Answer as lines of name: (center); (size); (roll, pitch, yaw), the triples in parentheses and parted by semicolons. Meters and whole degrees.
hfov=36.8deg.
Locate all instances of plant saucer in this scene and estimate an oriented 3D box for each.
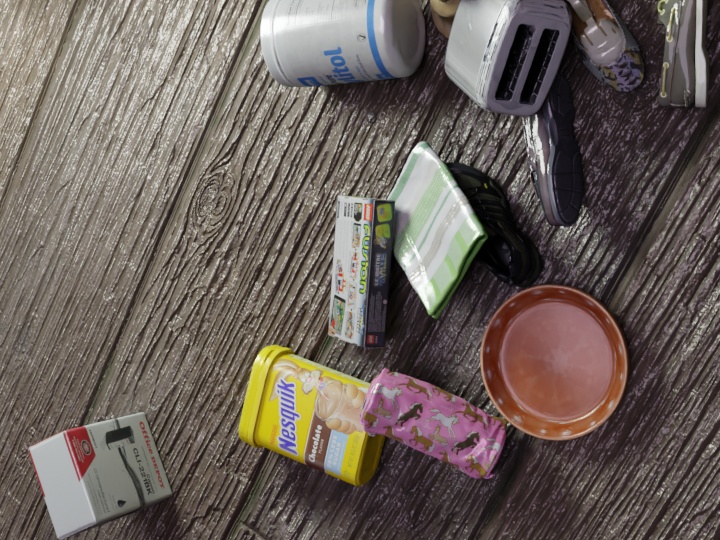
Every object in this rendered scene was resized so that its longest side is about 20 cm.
plant saucer: (0.254, 0.119, 1.413); (0.198, 0.032, 0.204); (2, 94, 28)

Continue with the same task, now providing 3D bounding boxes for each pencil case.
pencil case: (0.098, 0.205, 1.436); (0.198, 0.083, 0.087); (22, 132, 1)

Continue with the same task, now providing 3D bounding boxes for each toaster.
toaster: (0.181, -0.280, 1.353); (0.130, 0.112, 0.202); (-118, 40, -53)

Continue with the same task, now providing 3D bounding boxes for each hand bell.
hand bell: (0.100, -0.358, 1.377); (0.103, 0.199, 0.106); (1, 92, 27)

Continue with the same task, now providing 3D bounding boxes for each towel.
towel: (0.088, -0.057, 1.425); (0.150, 0.030, 0.201); (-63, 36, 31)

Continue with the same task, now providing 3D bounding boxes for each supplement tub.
supplement tub: (-0.022, -0.323, 1.482); (0.198, 0.131, 0.134); (-1, 92, 28)

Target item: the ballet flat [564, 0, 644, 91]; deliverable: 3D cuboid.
ballet flat: (0.286, -0.313, 1.355); (0.072, 0.072, 0.202); (-32, 78, 25)

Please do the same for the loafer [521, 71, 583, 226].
loafer: (0.242, -0.153, 1.395); (0.063, 0.071, 0.203); (-10, 81, 47)

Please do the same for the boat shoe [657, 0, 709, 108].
boat shoe: (0.387, -0.298, 1.301); (0.059, 0.072, 0.205); (0, 96, 22)

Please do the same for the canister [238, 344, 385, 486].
canister: (-0.063, 0.208, 1.553); (0.198, 0.086, 0.151); (18, 99, 24)

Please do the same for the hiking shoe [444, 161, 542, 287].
hiking shoe: (0.159, -0.065, 1.414); (0.076, 0.100, 0.201); (-44, 74, 20)

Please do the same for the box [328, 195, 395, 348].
box: (0.000, 0.000, 1.509); (0.110, 0.034, 0.203); (14, 100, 60)

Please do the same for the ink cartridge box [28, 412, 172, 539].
ink cartridge box: (-0.396, 0.312, 1.670); (0.083, 0.199, 0.146); (-25, 81, 22)
